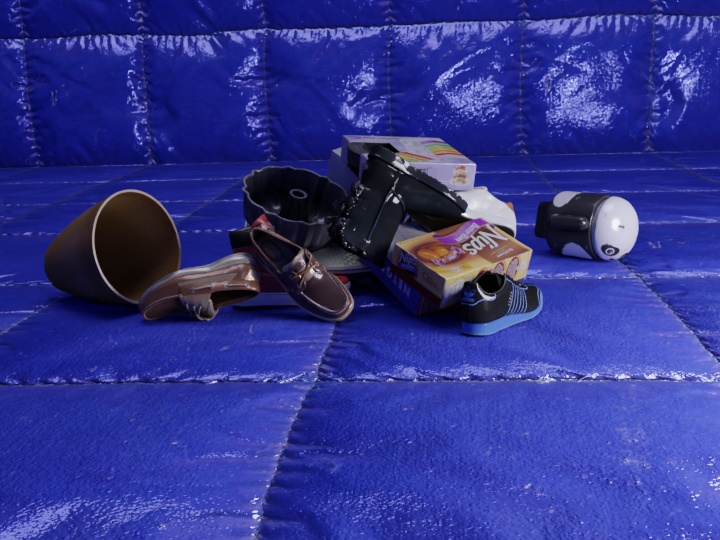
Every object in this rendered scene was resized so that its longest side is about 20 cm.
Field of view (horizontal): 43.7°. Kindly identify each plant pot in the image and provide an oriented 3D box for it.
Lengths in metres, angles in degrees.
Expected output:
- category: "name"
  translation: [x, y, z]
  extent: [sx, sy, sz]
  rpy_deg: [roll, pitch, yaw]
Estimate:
- category: "plant pot"
  translation: [-0.438, -0.025, 1.514]
  extent: [0.198, 0.190, 0.186]
  rpy_deg: [-9, 7, 35]

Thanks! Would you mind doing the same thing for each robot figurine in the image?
- category: "robot figurine"
  translation: [0.431, -0.084, 1.715]
  extent: [0.198, 0.126, 0.150]
  rpy_deg: [11, 42, 44]

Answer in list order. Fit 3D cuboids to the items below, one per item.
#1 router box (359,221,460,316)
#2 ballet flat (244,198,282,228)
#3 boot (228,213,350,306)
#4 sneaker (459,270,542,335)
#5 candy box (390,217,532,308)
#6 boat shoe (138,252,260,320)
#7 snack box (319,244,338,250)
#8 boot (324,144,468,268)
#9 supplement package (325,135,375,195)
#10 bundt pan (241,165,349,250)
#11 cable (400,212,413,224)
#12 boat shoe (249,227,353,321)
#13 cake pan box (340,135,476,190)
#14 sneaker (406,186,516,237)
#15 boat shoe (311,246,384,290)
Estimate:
- category: "router box"
  translation: [0.116, -0.011, 1.470]
  extent: [0.177, 0.050, 0.200]
  rpy_deg: [-9, 35, -30]
- category: "ballet flat"
  translation: [-0.184, -0.047, 1.606]
  extent: [0.068, 0.070, 0.202]
  rpy_deg: [0, 46, 7]
- category: "boot"
  translation: [-0.114, -0.019, 1.458]
  extent: [0.196, 0.147, 0.072]
  rpy_deg: [-1, 6, -5]
- category: "sneaker"
  translation: [0.213, 0.035, 1.330]
  extent: [0.069, 0.079, 0.199]
  rpy_deg: [8, 17, 36]
- category: "candy box"
  translation: [0.157, -0.015, 1.383]
  extent: [0.198, 0.057, 0.116]
  rpy_deg: [-18, 40, -37]
- category: "boat shoe"
  translation: [-0.247, 0.038, 1.384]
  extent: [0.197, 0.073, 0.076]
  rpy_deg: [-21, -27, 0]
- category: "snack box"
  translation: [-0.068, -0.050, 1.648]
  extent: [0.198, 0.025, 0.072]
  rpy_deg: [27, -9, 27]
- category: "boot"
  translation: [0.054, -0.082, 1.399]
  extent: [0.196, 0.164, 0.073]
  rpy_deg: [29, -5, -18]
- category: "supplement package"
  translation: [0.006, -0.127, 1.681]
  extent: [0.119, 0.202, 0.121]
  rpy_deg: [37, 41, 26]
- category: "bundt pan"
  translation: [-0.116, -0.102, 1.567]
  extent: [0.198, 0.077, 0.203]
  rpy_deg: [12, 31, -8]
- category: "cable"
  translation: [0.064, -0.085, 1.620]
  extent: [0.051, 0.164, 0.200]
  rpy_deg: [41, 22, 9]
- category: "boat shoe"
  translation: [-0.095, 0.001, 1.364]
  extent: [0.200, 0.072, 0.072]
  rpy_deg: [42, -8, 18]
- category: "cake pan box"
  translation: [0.073, -0.184, 1.525]
  extent: [0.196, 0.053, 0.184]
  rpy_deg: [0, 20, -15]
- category: "sneaker"
  translation: [0.166, -0.107, 1.511]
  extent: [0.197, 0.073, 0.086]
  rpy_deg: [16, 52, -9]
- category: "boat shoe"
  translation: [0.000, 0.000, 1.538]
  extent: [0.196, 0.063, 0.075]
  rpy_deg: [0, 31, -12]
